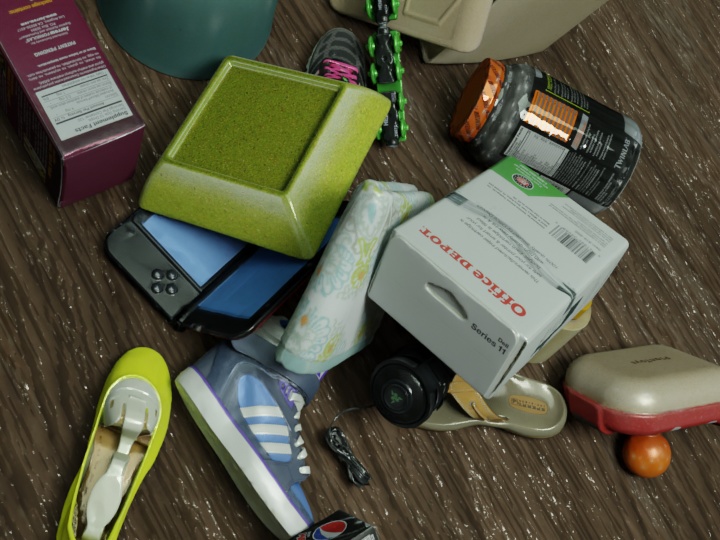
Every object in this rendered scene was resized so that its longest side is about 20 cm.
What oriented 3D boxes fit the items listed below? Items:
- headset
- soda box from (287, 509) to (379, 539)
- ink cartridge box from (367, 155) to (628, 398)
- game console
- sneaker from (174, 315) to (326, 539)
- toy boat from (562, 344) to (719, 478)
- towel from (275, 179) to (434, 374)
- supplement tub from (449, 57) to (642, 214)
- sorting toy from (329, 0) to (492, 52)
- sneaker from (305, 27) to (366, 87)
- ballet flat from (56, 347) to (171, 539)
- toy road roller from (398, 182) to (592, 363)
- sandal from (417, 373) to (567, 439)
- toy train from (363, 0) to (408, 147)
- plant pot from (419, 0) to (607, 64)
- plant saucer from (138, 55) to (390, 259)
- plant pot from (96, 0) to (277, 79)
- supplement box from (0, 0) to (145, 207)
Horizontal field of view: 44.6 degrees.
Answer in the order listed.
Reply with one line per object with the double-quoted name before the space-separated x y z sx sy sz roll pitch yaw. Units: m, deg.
"headset" 0.055 0.119 0.830 0.199 0.123 0.095 -33 85 10
"soda box" 0.003 0.315 0.750 0.063 0.070 0.203 -22 99 -27
"ink cartridge box" 0.123 -0.002 0.777 0.146 0.084 0.199 40 44 18
"game console" -0.118 -0.043 0.845 0.172 0.119 0.200 46 61 0
"sneaker" -0.063 0.136 0.818 0.146 0.081 0.201 -33 79 -24
"toy boat" 0.315 0.159 0.949 0.197 0.130 0.133 -4 104 -25
"towel" 0.000 0.000 0.806 0.048 0.200 0.173 26 102 13
"supplement tub" 0.211 -0.157 1.014 0.198 0.123 0.124 25 63 -11
"sorting toy" 0.071 -0.360 0.984 0.198 0.188 0.036 25 20 25
"sneaker" -0.024 -0.189 0.954 0.073 0.087 0.203 16 65 -14
"ballet flat" -0.208 0.156 0.763 0.066 0.067 0.203 20 64 -12
"toy road roller" 0.138 -0.002 0.931 0.197 0.123 0.148 18 53 -13
"sandal" 0.128 0.129 0.908 0.197 0.054 0.082 11 66 -10
"toy train" 0.029 -0.239 0.977 0.041 0.056 0.204 -3 101 10
"plant pot" 0.185 -0.370 1.056 0.175 0.199 0.203 3 69 -34
"plant saucer" -0.096 -0.129 0.851 0.197 0.048 0.202 17 63 19
"plant pot" -0.168 -0.330 0.911 0.197 0.161 0.204 8 67 -18
"supplement box" -0.293 -0.179 0.833 0.085 0.110 0.202 -28 82 -28
